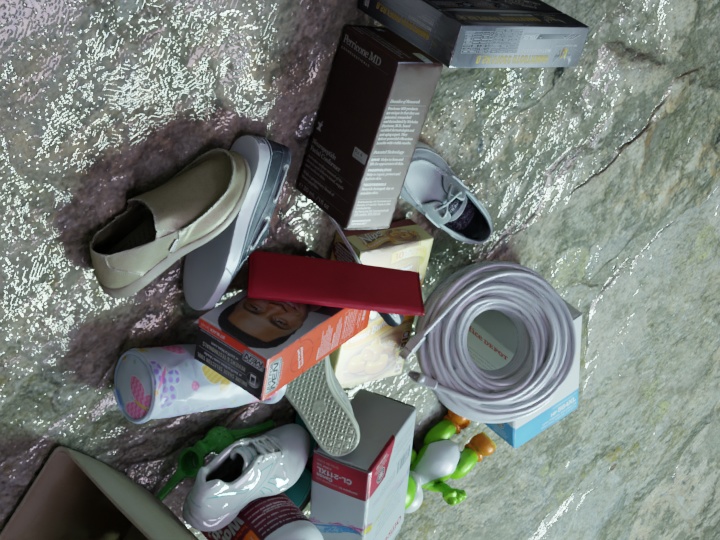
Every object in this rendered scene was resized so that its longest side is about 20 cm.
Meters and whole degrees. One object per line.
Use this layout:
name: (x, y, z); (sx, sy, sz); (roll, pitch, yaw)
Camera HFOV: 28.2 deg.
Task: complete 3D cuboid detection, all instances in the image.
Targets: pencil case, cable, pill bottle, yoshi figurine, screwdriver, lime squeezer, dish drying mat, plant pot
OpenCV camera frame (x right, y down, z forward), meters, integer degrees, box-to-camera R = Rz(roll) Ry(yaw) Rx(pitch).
pencil case: (-0.178, 0.120, 1.613); (0.199, 0.090, 0.084); (-5, 80, -42)
cable: (0.166, 0.090, 1.785); (0.199, 0.069, 0.201); (35, 83, -7)
pill bottle: (-0.113, 0.329, 1.741); (0.109, 0.200, 0.110); (-24, 134, -28)
yoshi figurine: (0.088, 0.275, 1.972); (0.200, 0.112, 0.112); (-39, 126, -10)
screwdriver: (0.000, 0.000, 1.657); (0.029, 0.028, 0.200); (-24, 132, 17)
lime squeezer: (-0.189, 0.225, 1.729); (0.199, 0.038, 0.071); (-36, 169, -19)
dish drying mat: (-0.029, 0.016, 1.605); (0.198, 0.077, 0.018); (7, 126, -9)
plant pot: (-0.278, 0.342, 1.615); (0.201, 0.200, 0.177); (-56, 150, 7)

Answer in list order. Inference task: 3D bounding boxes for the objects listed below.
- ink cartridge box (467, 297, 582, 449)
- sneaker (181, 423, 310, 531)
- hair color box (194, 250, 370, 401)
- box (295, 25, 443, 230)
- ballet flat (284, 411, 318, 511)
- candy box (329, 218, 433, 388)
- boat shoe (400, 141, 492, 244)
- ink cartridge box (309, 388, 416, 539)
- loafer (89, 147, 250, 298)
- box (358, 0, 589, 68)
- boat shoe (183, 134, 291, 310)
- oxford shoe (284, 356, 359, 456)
ink cartridge box: (0.213, 0.108, 1.934); (0.125, 0.128, 0.201); (-27, 135, -26)
sneaker: (-0.126, 0.233, 1.705); (0.200, 0.070, 0.081); (-33, 149, -43)
hair color box: (-0.082, 0.058, 1.598); (0.200, 0.101, 0.062); (-34, 145, -46)
box: (0.008, -0.154, 1.562); (0.075, 0.100, 0.201); (-3, 121, -42)
ballet flat: (-0.064, 0.237, 1.826); (0.068, 0.068, 0.201); (-9, 126, -55)
candy box: (0.012, 0.042, 1.751); (0.115, 0.055, 0.201); (-11, 127, -36)
boat shoe: (0.102, -0.090, 1.721); (0.070, 0.071, 0.201); (-52, 141, 2)
ink cartridge box: (0.000, 0.279, 1.827); (0.146, 0.082, 0.201); (-49, 151, -51)
loafer: (-0.196, -0.055, 1.465); (0.200, 0.076, 0.068); (-44, 146, -7)
box: (0.122, -0.270, 1.535); (0.199, 0.158, 0.049); (-8, 125, -40)
boat shoe: (-0.129, -0.047, 1.544); (0.067, 0.072, 0.202); (9, 106, -45)
oxford shoe: (-0.061, 0.129, 1.714); (0.075, 0.058, 0.201); (-26, 105, 3)
